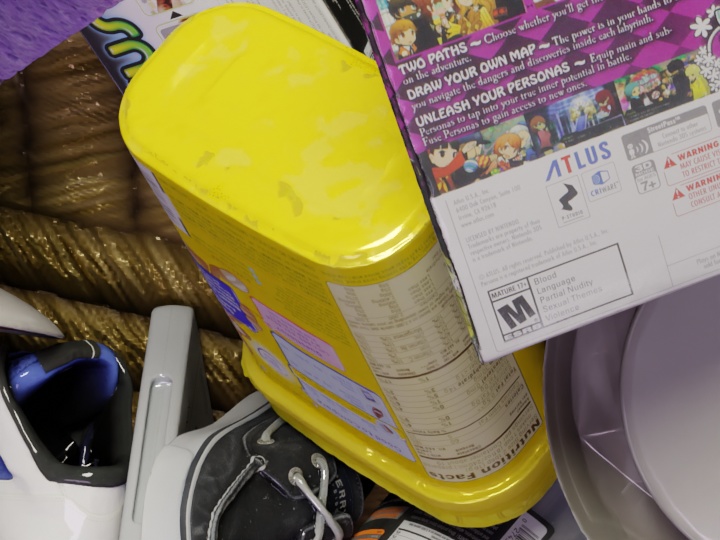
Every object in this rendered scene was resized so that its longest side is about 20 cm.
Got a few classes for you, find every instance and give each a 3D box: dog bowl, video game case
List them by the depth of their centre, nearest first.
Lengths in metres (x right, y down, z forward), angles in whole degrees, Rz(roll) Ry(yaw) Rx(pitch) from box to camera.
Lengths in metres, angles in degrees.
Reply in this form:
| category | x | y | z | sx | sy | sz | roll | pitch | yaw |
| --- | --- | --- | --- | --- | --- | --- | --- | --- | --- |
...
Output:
| category | x | y | z | sx | sy | sz | roll | pitch | yaw |
| --- | --- | --- | --- | --- | --- | --- | --- | --- | --- |
| video game case | 0.104 | -0.081 | 0.865 | 0.200 | 0.036 | 0.182 | -21 | 120 | 0 |
| dog bowl | 0.171 | 0.044 | 0.991 | 0.200 | 0.059 | 0.201 | 3 | 98 | 19 |
| video game case | -0.078 | 0.149 | 1.184 | 0.024 | 0.182 | 0.200 | -3 | 131 | 5 |

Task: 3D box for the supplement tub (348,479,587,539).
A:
| category | x | y | z | sx | sy | sz | roll | pitch | yaw |
| --- | --- | --- | --- | --- | --- | --- | --- | --- | --- |
| supplement tub | 0.036 | 0.159 | 1.118 | 0.122 | 0.200 | 0.123 | 32 | 150 | 21 |

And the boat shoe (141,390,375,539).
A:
| category | x | y | z | sx | sy | sz | roll | pitch | yaw |
| --- | --- | --- | --- | --- | --- | --- | --- | --- | --- |
| boat shoe | -0.033 | 0.095 | 1.115 | 0.068 | 0.200 | 0.072 | -6 | 100 | 18 |

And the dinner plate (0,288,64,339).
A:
| category | x | y | z | sx | sy | sz | roll | pitch | yaw |
| --- | --- | --- | --- | --- | --- | --- | --- | --- | --- |
| dinner plate | -0.225 | 0.004 | 1.148 | 0.200 | 0.024 | 0.200 | 9 | 175 | 1 |

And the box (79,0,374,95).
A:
| category | x | y | z | sx | sy | sz | roll | pitch | yaw |
| --- | --- | --- | --- | --- | --- | --- | --- | --- | --- |
| box | -0.073 | -0.133 | 1.025 | 0.110 | 0.035 | 0.200 | -13 | 125 | 31 |

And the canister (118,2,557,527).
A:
| category | x | y | z | sx | sy | sz | roll | pitch | yaw |
| --- | --- | --- | --- | --- | --- | --- | --- | --- | --- |
| canister | 0.000 | 0.000 | 1.015 | 0.148 | 0.087 | 0.200 | 31 | 162 | 30 |

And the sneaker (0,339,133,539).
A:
| category | x | y | z | sx | sy | sz | roll | pitch | yaw |
| --- | --- | --- | --- | --- | --- | --- | --- | --- | --- |
| sneaker | -0.149 | 0.075 | 1.189 | 0.080 | 0.199 | 0.115 | 1 | 109 | -35 |

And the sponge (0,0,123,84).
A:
| category | x | y | z | sx | sy | sz | roll | pitch | yaw |
| --- | --- | --- | --- | --- | --- | --- | --- | --- | --- |
| sponge | -0.160 | -0.125 | 1.023 | 0.112 | 0.030 | 0.200 | 41 | 153 | -15 |
